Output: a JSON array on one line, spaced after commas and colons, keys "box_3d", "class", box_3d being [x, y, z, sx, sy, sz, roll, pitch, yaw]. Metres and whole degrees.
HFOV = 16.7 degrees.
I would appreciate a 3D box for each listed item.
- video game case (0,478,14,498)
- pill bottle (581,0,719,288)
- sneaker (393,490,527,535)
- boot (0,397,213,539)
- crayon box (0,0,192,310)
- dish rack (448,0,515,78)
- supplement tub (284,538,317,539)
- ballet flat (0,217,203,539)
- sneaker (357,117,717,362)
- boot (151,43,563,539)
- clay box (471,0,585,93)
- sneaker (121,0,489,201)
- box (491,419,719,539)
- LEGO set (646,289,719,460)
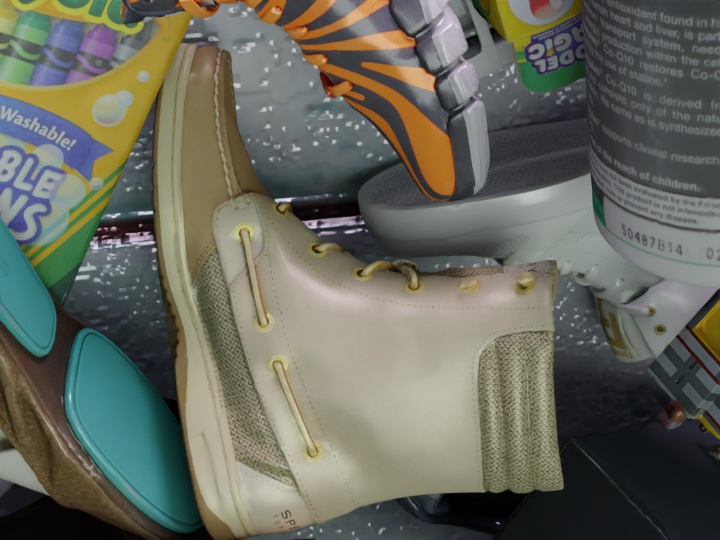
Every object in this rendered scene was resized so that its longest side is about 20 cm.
[{"box_3d": [-0.275, 0.099, 1.019, 0.200, 0.022, 0.182, 37, 100, -30], "class": "video game case"}, {"box_3d": [0.136, -0.104, 0.895, 0.113, 0.113, 0.200, -14, 121, -12], "class": "pill bottle"}, {"box_3d": [0.013, 0.062, 1.063, 0.200, 0.081, 0.074, 22, 107, -27], "class": "sneaker"}, {"box_3d": [-0.135, 0.148, 1.050, 0.200, 0.075, 0.097, -34, 134, -8], "class": "boot"}, {"box_3d": [-0.146, -0.080, 0.953, 0.126, 0.052, 0.200, 17, 109, -26], "class": "crayon box"}, {"box_3d": [0.067, -0.177, 0.980, 0.200, 0.044, 0.172, -24, 121, -5], "class": "dish rack"}, {"box_3d": [-0.062, 0.162, 0.965, 0.200, 0.107, 0.107, -5, 118, -17], "class": "supplement tub"}, {"box_3d": [-0.137, 0.042, 0.961, 0.072, 0.068, 0.200, -19, 130, 24], "class": "ballet flat"}, {"box_3d": [0.099, -0.005, 1.063, 0.200, 0.074, 0.116, -11, 116, -15], "class": "sneaker"}, {"box_3d": [0.000, 0.000, 0.977, 0.155, 0.073, 0.200, -8, 85, 6], "class": "boot"}, {"box_3d": [0.083, -0.176, 0.933, 0.115, 0.048, 0.200, -23, 123, -8], "class": "clay box"}, {"box_3d": [-0.031, -0.100, 0.919, 0.112, 0.078, 0.200, -27, 109, -5], "class": "sneaker"}, {"box_3d": [0.124, 0.140, 1.079, 0.200, 0.079, 0.141, -2, 130, -56], "class": "box"}, {"box_3d": [0.214, 0.061, 1.020, 0.116, 0.154, 0.200, -50, 156, 19], "class": "LEGO set"}]
